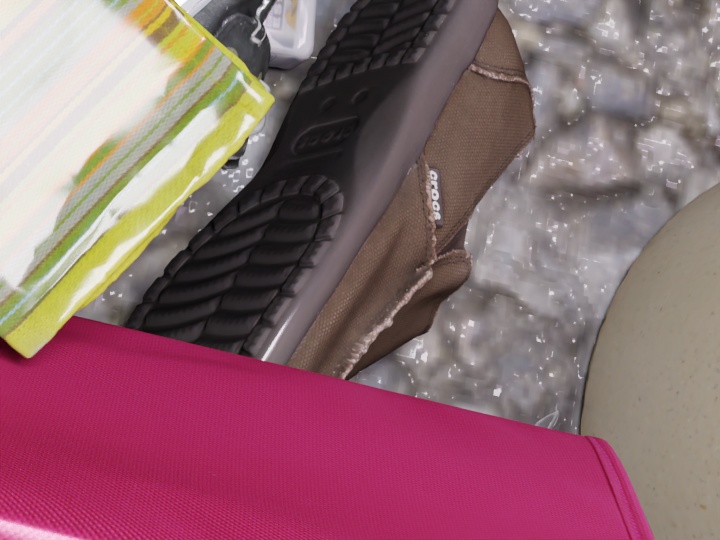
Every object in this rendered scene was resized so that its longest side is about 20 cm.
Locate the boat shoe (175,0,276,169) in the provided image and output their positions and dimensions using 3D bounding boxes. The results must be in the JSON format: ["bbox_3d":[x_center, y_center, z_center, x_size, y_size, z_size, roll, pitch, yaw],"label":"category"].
[{"bbox_3d":[-0.060,-0.054,0.760,0.200,0.072,0.071,-47,114,-8],"label":"boat shoe"}]

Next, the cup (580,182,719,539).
[{"bbox_3d":[0.186,0.050,0.817,0.200,0.143,0.200,4,80,-22],"label":"cup"}]

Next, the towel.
[{"bbox_3d":[-0.117,-0.077,0.612,0.200,0.018,0.086,44,77,-12],"label":"towel"}]

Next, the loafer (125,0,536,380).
[{"bbox_3d":[0.000,0.000,0.778,0.071,0.073,0.200,49,60,-28],"label":"loafer"}]

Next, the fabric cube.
[{"bbox_3d":[-0.052,0.130,0.628,0.199,0.196,0.200,13,101,-5],"label":"fabric cube"}]

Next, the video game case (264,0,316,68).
[{"bbox_3d":[-0.094,-0.170,0.803,0.182,0.023,0.200,8,79,-20],"label":"video game case"}]

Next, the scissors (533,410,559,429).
[{"bbox_3d":[0.004,0.127,0.777,0.200,0.014,0.073,-40,94,-20],"label":"scissors"}]
